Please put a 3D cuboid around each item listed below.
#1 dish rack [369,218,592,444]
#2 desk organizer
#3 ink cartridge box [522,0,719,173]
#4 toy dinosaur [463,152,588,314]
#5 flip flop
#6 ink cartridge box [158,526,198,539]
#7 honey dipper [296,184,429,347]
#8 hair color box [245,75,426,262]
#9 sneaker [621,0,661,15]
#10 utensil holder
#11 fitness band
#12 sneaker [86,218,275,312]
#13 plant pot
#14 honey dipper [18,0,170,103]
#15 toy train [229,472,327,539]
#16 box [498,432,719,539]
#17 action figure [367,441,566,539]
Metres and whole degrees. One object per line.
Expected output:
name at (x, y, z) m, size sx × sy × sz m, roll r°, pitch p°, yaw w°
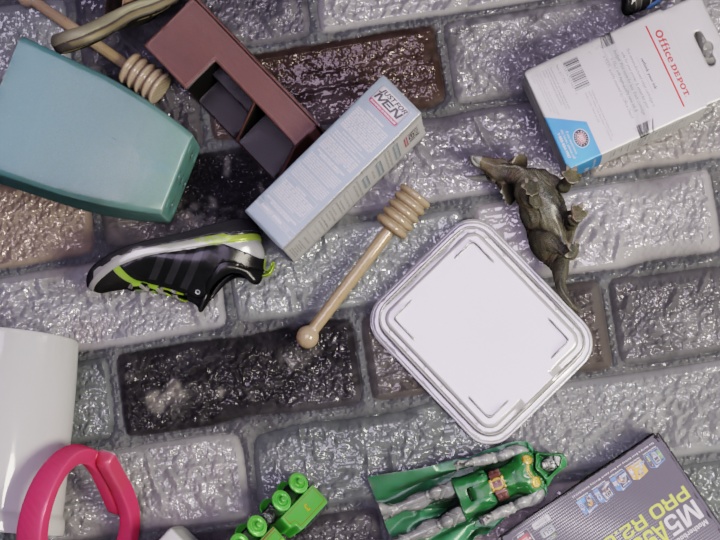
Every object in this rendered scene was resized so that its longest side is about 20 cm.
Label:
dish rack at (0.126, 0.062, 1.723) m, size 0.172 × 0.044 × 0.200 m, roll -44°, pitch 83°, yaw -2°
desk organizer at (-0.132, -0.192, 1.763) m, size 0.077 × 0.072 × 0.200 m, roll -44°, pitch 81°, yaw 1°
ink cartridge box at (0.283, -0.191, 1.727) m, size 0.199 × 0.068 × 0.117 m, roll -24°, pitch 82°, yaw 2°
toy dinosaur at (0.194, -0.053, 1.713) m, size 0.077 × 0.102 × 0.201 m, roll -31°, pitch 90°, yaw -13°
flip flop at (-0.246, -0.286, 1.744) m, size 0.199 × 0.081 × 0.058 m, roll -31°, pitch 97°, yaw -29°
ink cartridge box at (-0.204, 0.384, 1.689) m, size 0.145 × 0.084 × 0.200 m, roll 43°, pitch 88°, yaw 8°
honey dipper at (0.000, 0.000, 1.739) m, size 0.038 × 0.038 × 0.200 m, roll 36°, pitch 90°, yaw 8°
hair color box at (-0.023, -0.104, 1.727) m, size 0.200 × 0.099 × 0.061 m, roll -44°, pitch 81°, yaw -2°
sneaker at (0.245, -0.354, 1.749) m, size 0.083 × 0.071 × 0.200 m, roll -39°, pitch 84°, yaw -7°
utensil holder at (-0.378, 0.164, 1.691) m, size 0.169 × 0.170 × 0.201 m, roll 3°, pitch 81°, yaw 5°
fitness band at (-0.283, 0.261, 1.661) m, size 0.037 × 0.201 × 0.144 m, roll 16°, pitch 54°, yaw 25°
sneaker at (-0.190, 0.006, 1.742) m, size 0.199 × 0.072 × 0.083 m, roll -15°, pitch 83°, yaw 3°
plant pot at (-0.279, -0.130, 1.738) m, size 0.199 × 0.141 × 0.142 m, roll 22°, pitch 85°, yaw 1°
honey dipper at (-0.296, -0.250, 1.802) m, size 0.199 × 0.038 × 0.038 m, roll 34°, pitch 87°, yaw 10°
toy train at (-0.105, 0.280, 1.666) m, size 0.056 × 0.042 × 0.200 m, roll 48°, pitch 51°, yaw -2°
box at (0.264, 0.285, 1.682) m, size 0.199 × 0.044 × 0.161 m, roll -33°, pitch 81°, yaw 0°
action figure at (0.119, 0.229, 1.700) m, size 0.199 × 0.055 × 0.119 m, roll -22°, pitch 79°, yaw -2°
